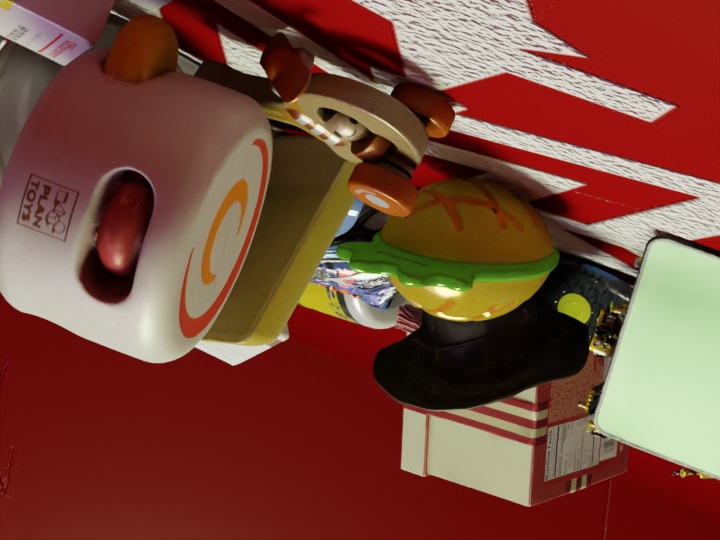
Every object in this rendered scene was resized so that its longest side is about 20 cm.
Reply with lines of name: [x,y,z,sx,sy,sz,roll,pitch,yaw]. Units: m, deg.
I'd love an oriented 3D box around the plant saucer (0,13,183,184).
plant saucer: [-0.178,-0.098,1.299,0.200,0.201,0.050,28,152,-36]

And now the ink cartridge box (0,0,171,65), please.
ink cartridge box: [-0.225,-0.195,1.183,0.199,0.068,0.115,25,172,-18]

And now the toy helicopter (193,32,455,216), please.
toy helicopter: [-0.044,-0.113,1.203,0.200,0.079,0.132,17,166,38]

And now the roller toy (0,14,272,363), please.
roller toy: [-0.151,-0.046,1.160,0.139,0.183,0.200,20,148,10]

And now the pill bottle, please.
pill bottle: [-0.040,-0.020,1.700,0.200,0.113,0.112,17,171,40]

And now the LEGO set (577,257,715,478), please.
LEGO set: [0.267,0.091,1.419,0.199,0.154,0.116,26,-170,12]

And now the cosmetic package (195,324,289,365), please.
cosmetic package: [-0.134,-0.025,1.631,0.074,0.201,0.102,-26,146,26]

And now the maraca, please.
maraca: [0.069,-0.013,1.348,0.137,0.107,0.200,12,-165,32]

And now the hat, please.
hat: [0.092,0.037,1.456,0.200,0.081,0.201,-11,-160,4]

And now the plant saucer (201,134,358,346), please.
plant saucer: [-0.094,-0.017,1.451,0.200,0.200,0.048,3,146,48]

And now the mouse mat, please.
mouse mat: [0.271,0.076,1.356,0.160,0.008,0.201,21,129,13]

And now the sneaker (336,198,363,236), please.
sneaker: [-0.058,-0.074,1.542,0.078,0.070,0.200,19,175,-22]

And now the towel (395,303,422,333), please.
towel: [0.150,0.047,1.612,0.199,0.023,0.144,-8,-161,-37]

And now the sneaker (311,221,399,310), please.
sneaker: [0.000,0.000,1.561,0.199,0.079,0.075,-4,-162,21]

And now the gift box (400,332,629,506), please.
gift box: [0.152,0.120,1.737,0.186,0.185,0.200,13,-169,41]

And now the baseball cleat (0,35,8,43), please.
baseball cleat: [-0.310,-0.217,1.365,0.106,0.070,0.200,43,163,-22]

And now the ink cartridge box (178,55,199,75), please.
ink cartridge box: [-0.208,-0.105,1.468,0.144,0.148,0.200,27,172,-31]

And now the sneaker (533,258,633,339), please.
sneaker: [0.165,0.013,1.580,0.199,0.066,0.078,12,-163,22]
